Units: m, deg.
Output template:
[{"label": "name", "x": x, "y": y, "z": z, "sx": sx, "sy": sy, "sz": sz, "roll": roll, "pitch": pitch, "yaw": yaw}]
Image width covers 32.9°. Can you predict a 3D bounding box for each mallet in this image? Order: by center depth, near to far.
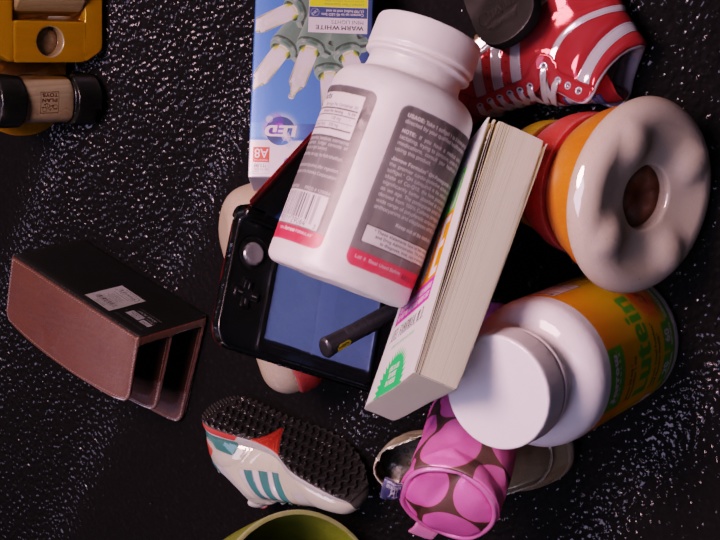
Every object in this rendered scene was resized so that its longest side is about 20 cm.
[{"label": "mallet", "x": 0.049, "y": 0.027, "z": 0.994, "sx": 0.041, "sy": 0.200, "sz": 0.066, "roll": 47, "pitch": 154, "yaw": 28}]

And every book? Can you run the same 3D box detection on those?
[{"label": "book", "x": 0.065, "y": 0.005, "z": 0.899, "sx": 0.048, "sy": 0.201, "sz": 0.134, "roll": 23, "pitch": 158, "yaw": -9}]

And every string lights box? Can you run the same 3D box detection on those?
[{"label": "string lights box", "x": -0.040, "y": -0.169, "z": 1.043, "sx": 0.102, "sy": 0.059, "sz": 0.201, "roll": 1, "pitch": 81, "yaw": -1}]

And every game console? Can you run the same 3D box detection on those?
[{"label": "game console", "x": 0.000, "y": 0.000, "z": 1.005, "sx": 0.119, "sy": 0.200, "sz": 0.173, "roll": -11, "pitch": 64, "yaw": 51}]

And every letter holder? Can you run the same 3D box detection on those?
[{"label": "letter holder", "x": -0.281, "y": 0.077, "z": 1.307, "sx": 0.200, "sy": 0.100, "sz": 0.143, "roll": 29, "pitch": 117, "yaw": 29}]

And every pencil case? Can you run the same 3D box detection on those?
[{"label": "pencil case", "x": 0.089, "y": 0.120, "z": 0.987, "sx": 0.091, "sy": 0.200, "sz": 0.094, "roll": 23, "pitch": 134, "yaw": 5}]

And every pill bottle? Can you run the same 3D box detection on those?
[{"label": "pill bottle", "x": 0.016, "y": -0.083, "z": 0.893, "sx": 0.110, "sy": 0.111, "sz": 0.201, "roll": 19, "pitch": 87, "yaw": 32}, {"label": "pill bottle", "x": 0.152, "y": 0.068, "z": 0.919, "sx": 0.111, "sy": 0.200, "sz": 0.112, "roll": 8, "pitch": 104, "yaw": 35}]

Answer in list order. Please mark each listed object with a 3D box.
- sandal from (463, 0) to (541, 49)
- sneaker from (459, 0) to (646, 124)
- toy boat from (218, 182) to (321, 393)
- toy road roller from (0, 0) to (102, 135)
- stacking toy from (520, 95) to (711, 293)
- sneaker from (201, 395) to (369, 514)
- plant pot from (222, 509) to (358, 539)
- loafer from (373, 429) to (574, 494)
[{"label": "sandal", "x": 0.089, "y": -0.261, "z": 0.960, "sx": 0.075, "sy": 0.045, "sz": 0.200, "roll": -38, "pitch": 50, "yaw": 29}, {"label": "sneaker", "x": 0.137, "y": -0.145, "z": 0.970, "sx": 0.200, "sy": 0.071, "sz": 0.113, "roll": -44, "pitch": 69, "yaw": 32}, {"label": "toy boat", "x": -0.051, "y": 0.006, "z": 1.117, "sx": 0.131, "sy": 0.130, "sz": 0.201, "roll": -117, "pitch": 10, "yaw": -60}, {"label": "toy road roller", "x": -0.362, "y": -0.244, "z": 1.295, "sx": 0.146, "sy": 0.123, "sz": 0.201, "roll": 21, "pitch": 112, "yaw": 44}, {"label": "stacking toy", "x": 0.159, "y": -0.072, "z": 0.957, "sx": 0.200, "sy": 0.146, "sz": 0.147, "roll": 21, "pitch": 112, "yaw": 52}, {"label": "sneaker", "x": -0.073, "y": 0.201, "z": 1.207, "sx": 0.199, "sy": 0.070, "sz": 0.094, "roll": 22, "pitch": 129, "yaw": 29}, {"label": "plant pot", "x": -0.108, "y": 0.337, "z": 1.198, "sx": 0.200, "sy": 0.187, "sz": 0.188, "roll": -23, "pitch": 85, "yaw": 54}, {"label": "loafer", "x": 0.093, "y": 0.169, "z": 1.065, "sx": 0.200, "sy": 0.068, "sz": 0.076, "roll": -18, "pitch": 88, "yaw": 37}]
